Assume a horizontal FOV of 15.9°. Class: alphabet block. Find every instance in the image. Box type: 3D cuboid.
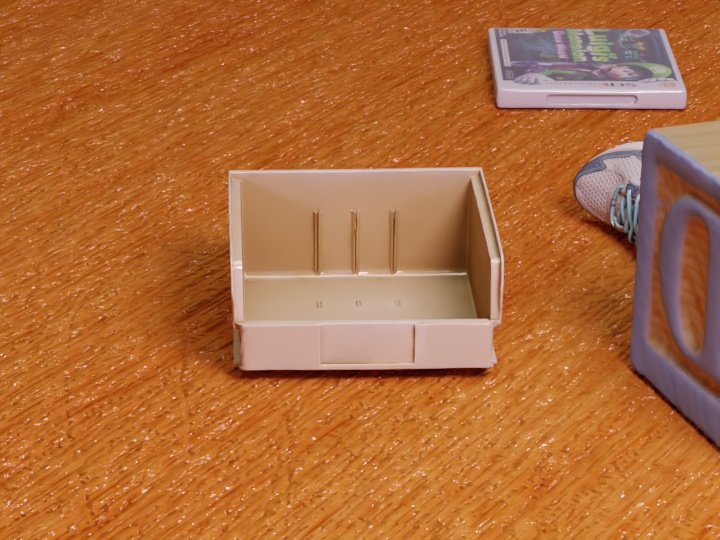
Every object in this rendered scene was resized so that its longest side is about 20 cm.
[{"bbox_3d":[0.321,0.005,1.816,0.199,0.196,0.196,-7,25,-19],"label":"alphabet block"}]

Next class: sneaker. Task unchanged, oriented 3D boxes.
[{"bbox_3d":[0.246,-0.048,2.096,0.199,0.078,0.086,19,32,38],"label":"sneaker"}]

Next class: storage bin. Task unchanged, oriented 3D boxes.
[{"bbox_3d":[0.000,0.000,1.948,0.199,0.094,0.199,0,22,-3],"label":"storage bin"}]

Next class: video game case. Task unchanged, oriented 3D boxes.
[{"bbox_3d":[0.219,-0.200,2.533,0.181,0.023,0.200,1,22,0],"label":"video game case"}]
